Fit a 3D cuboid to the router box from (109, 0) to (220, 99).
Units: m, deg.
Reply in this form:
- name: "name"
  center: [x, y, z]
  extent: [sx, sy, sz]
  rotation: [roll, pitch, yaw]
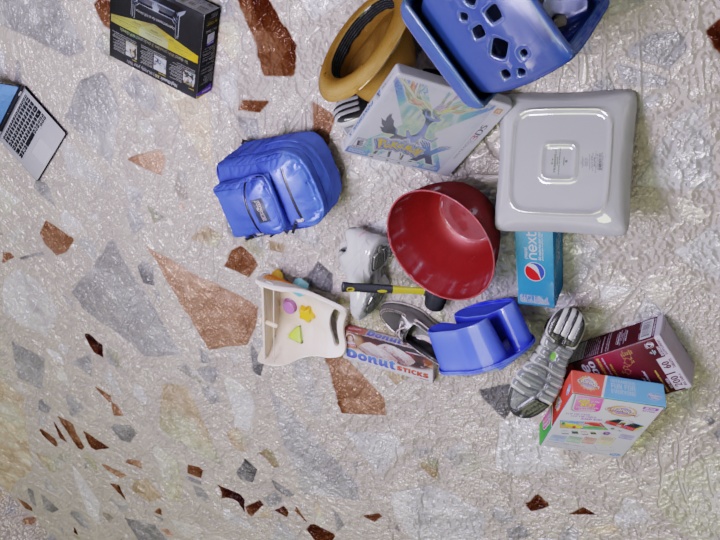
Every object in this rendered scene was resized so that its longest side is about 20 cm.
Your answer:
- name: "router box"
  center: [-0.345, -0.417, 1.320]
  extent: [0.197, 0.052, 0.159]
  rotation: [28, 130, 11]

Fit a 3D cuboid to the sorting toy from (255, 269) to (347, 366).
- name: "sorting toy"
  center: [-0.109, 0.098, 1.495]
  extent: [0.176, 0.107, 0.204]
  rotation: [15, 127, 15]

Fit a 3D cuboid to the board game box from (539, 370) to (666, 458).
- name: "board game box"
  center: [0.394, 0.242, 1.250]
  extent: [0.149, 0.041, 0.202]
  rotation: [9, 143, 1]

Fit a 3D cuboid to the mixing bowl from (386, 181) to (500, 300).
- name: "mixing bowl"
  center: [0.151, -0.067, 1.219]
  extent: [0.197, 0.108, 0.203]
  rotation: [25, 138, 25]

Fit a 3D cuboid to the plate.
- name: "plate"
  center: [0.288, -0.156, 1.085]
  extent: [0.195, 0.032, 0.206]
  rotation: [5, 94, 27]

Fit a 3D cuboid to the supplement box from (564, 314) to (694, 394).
- name: "supplement box"
  center: [0.432, 0.161, 1.250]
  extent: [0.198, 0.061, 0.110]
  rotation: [-28, 106, 40]

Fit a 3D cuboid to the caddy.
- name: "caddy"
  center: [0.205, 0.123, 1.279]
  extent: [0.199, 0.139, 0.107]
  rotation: [-15, 99, 63]

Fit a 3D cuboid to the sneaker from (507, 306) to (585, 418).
- name: "sneaker"
  center: [0.315, 0.149, 1.265]
  extent: [0.074, 0.115, 0.203]
  rotation: [31, 103, 10]

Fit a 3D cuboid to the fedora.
- name: "fedora"
  center: [0.025, -0.316, 1.107]
  extent: [0.198, 0.205, 0.081]
  rotation: [-23, 136, 38]

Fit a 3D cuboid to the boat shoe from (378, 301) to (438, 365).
- name: "boat shoe"
  center: [0.116, 0.123, 1.407]
  extent: [0.197, 0.057, 0.068]
  rotation: [28, 130, 10]

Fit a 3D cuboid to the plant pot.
- name: "plant pot"
  center: [0.179, -0.342, 0.980]
  extent: [0.201, 0.201, 0.178]
  rotation: [50, 136, -10]

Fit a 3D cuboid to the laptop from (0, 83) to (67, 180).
- name: "laptop"
  center: [-0.758, -0.293, 1.596]
  extent: [0.201, 0.116, 0.186]
  rotation: [48, 131, -7]

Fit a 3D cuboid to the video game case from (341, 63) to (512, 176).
- name: "video game case"
  center: [0.096, -0.216, 1.124]
  extent: [0.195, 0.023, 0.182]
  rotation: [9, 148, -26]

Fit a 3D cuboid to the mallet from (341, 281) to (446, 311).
- name: "mallet"
  center: [0.063, 0.042, 1.344]
  extent: [0.194, 0.042, 0.067]
  rotation: [-2, 129, -5]

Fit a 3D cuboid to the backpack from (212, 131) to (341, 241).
- name: "backpack"
  center: [-0.139, -0.137, 1.314]
  extent: [0.196, 0.169, 0.165]
  rotation: [-7, 123, 28]

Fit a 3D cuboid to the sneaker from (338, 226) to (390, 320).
- name: "sneaker"
  center: [0.000, 0.000, 1.394]
  extent: [0.099, 0.077, 0.203]
  rotation: [35, 136, 30]

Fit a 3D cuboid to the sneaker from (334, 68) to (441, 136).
- name: "sneaker"
  center: [0.064, -0.242, 1.194]
  extent: [0.195, 0.077, 0.116]
  rotation: [-10, 145, 16]

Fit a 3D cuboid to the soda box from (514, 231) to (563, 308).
- name: "soda box"
  center: [0.282, -0.046, 1.194]
  extent: [0.063, 0.068, 0.204]
  rotation: [7, 123, 26]

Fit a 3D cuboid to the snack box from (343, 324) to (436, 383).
- name: "snack box"
  center: [0.056, 0.163, 1.489]
  extent: [0.195, 0.024, 0.073]
  rotation: [13, 125, 22]
